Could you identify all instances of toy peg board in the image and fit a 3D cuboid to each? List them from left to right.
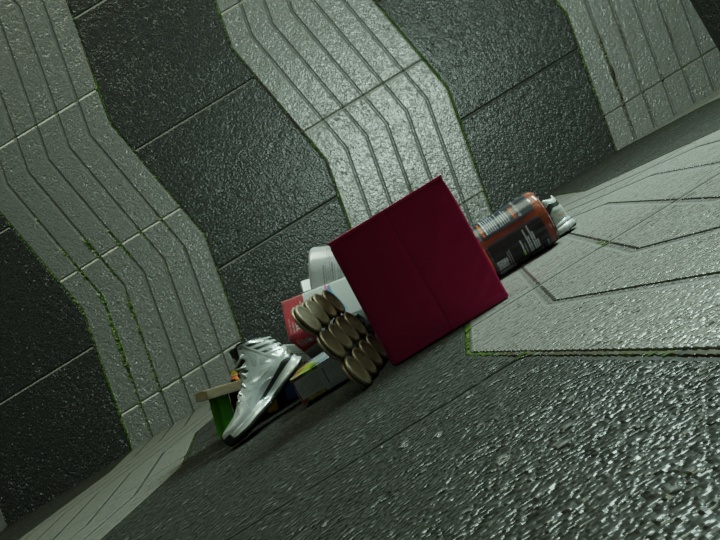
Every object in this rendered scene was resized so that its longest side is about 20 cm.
[{"bbox_3d":[-0.209,0.257,1.476,0.196,0.099,0.200,-14,-5,-19],"label":"toy peg board"}]

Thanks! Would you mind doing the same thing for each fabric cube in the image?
[{"bbox_3d":[0.081,-0.001,1.160,0.198,0.201,0.196,-31,1,1],"label":"fabric cube"}]

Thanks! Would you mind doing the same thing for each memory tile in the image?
[{"bbox_3d":[-0.028,0.097,1.124,0.017,0.153,0.200,-45,-4,14],"label":"memory tile"}]

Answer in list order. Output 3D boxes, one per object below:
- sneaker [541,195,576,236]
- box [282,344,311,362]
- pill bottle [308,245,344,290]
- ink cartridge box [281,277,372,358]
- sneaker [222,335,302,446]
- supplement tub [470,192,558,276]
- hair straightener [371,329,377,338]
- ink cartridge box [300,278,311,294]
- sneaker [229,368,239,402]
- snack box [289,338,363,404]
[{"bbox_3d":[0.331,-0.082,1.483,0.073,0.081,0.199,-33,-1,-41],"label":"sneaker"},{"bbox_3d":[-0.153,0.186,1.682,0.153,0.042,0.200,-2,-8,2],"label":"box"},{"bbox_3d":[0.000,0.000,1.525,0.197,0.116,0.114,-6,2,5],"label":"pill bottle"},{"bbox_3d":[-0.030,0.086,1.447,0.198,0.084,0.146,-21,-30,11],"label":"ink cartridge box"},{"bbox_3d":[-0.201,0.200,1.314,0.201,0.115,0.076,-53,-2,-29],"label":"sneaker"},{"bbox_3d":[0.250,-0.049,1.370,0.198,0.108,0.107,-31,0,3],"label":"supplement tub"},{"bbox_3d":[0.106,0.078,1.404,0.198,0.041,0.077,-32,0,-15],"label":"hair straightener"},{"bbox_3d":[-0.016,0.065,1.672,0.197,0.044,0.198,-17,-39,-1],"label":"ink cartridge box"},{"bbox_3d":[-0.203,0.262,1.669,0.197,0.091,0.070,-7,-23,25],"label":"sneaker"},{"bbox_3d":[-0.042,0.162,1.314,0.141,0.053,0.200,-30,0,1],"label":"snack box"}]
